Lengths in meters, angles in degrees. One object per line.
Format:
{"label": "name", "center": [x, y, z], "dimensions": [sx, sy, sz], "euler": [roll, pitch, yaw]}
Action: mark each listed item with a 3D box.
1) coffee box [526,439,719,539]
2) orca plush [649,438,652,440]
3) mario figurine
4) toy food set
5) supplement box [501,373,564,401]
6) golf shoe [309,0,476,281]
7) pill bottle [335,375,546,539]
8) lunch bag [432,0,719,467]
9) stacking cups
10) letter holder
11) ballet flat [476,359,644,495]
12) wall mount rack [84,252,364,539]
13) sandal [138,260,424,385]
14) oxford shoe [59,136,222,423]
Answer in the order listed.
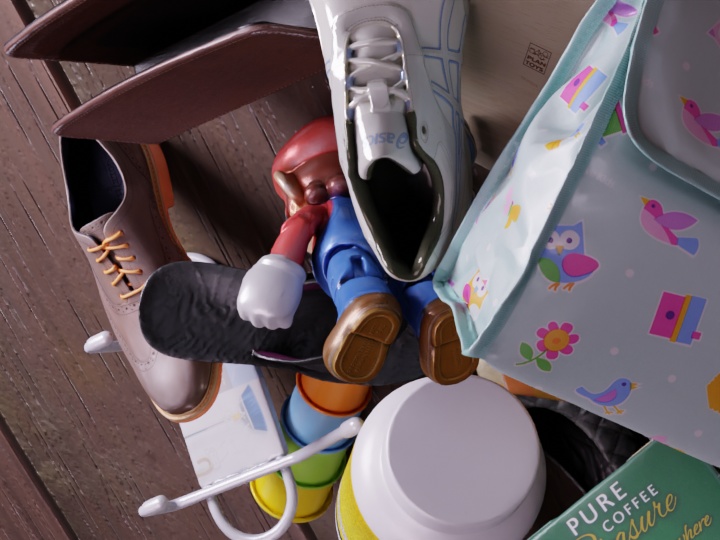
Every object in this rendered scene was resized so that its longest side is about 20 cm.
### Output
{"label": "coffee box", "center": [0.182, 0.191, 0.939], "dimensions": [0.123, 0.044, 0.200], "euler": [-42, 69, 13]}
{"label": "orca plush", "center": [0.227, 0.119, 0.996], "dimensions": [0.200, 0.071, 0.105], "euler": [34, 138, 43]}
{"label": "mario figurine", "center": [0.000, 0.000, 1.000], "dimensions": [0.106, 0.200, 0.123], "euler": [-42, 124, 14]}
{"label": "toy food set", "center": [0.100, -0.116, 0.905], "dimensions": [0.200, 0.060, 0.144], "euler": [28, 127, 15]}
{"label": "supplement box", "center": [0.167, 0.034, 0.969], "dimensions": [0.200, 0.069, 0.067], "euler": [7, 130, 38]}
{"label": "golf shoe", "center": [0.017, -0.089, 0.860], "dimensions": [0.078, 0.097, 0.200], "euler": [-10, 114, 10]}
{"label": "pill bottle", "center": [0.047, 0.127, 1.070], "dimensions": [0.112, 0.113, 0.200], "euler": [37, 163, 7]}
{"label": "lunch bag", "center": [0.153, -0.030, 0.820], "dimensions": [0.170, 0.122, 0.200], "euler": [25, 105, -15]}
{"label": "stacking cups", "center": [-0.020, 0.084, 1.187], "dimensions": [0.060, 0.061, 0.200], "euler": [34, 135, 11]}
{"label": "letter holder", "center": [-0.112, -0.142, 0.958], "dimensions": [0.200, 0.142, 0.101], "euler": [-17, 78, 47]}
{"label": "ballet flat", "center": [0.137, 0.119, 1.066], "dimensions": [0.200, 0.057, 0.066], "euler": [47, 157, 8]}
{"label": "wall mount rack", "center": [-0.079, 0.072, 1.157], "dimensions": [0.173, 0.075, 0.200], "euler": [-24, 79, 20]}
{"label": "sandal", "center": [-0.030, 0.031, 1.065], "dimensions": [0.200, 0.048, 0.076], "euler": [0, 92, -3]}
{"label": "oxford shoe", "center": [-0.143, -0.001, 1.115], "dimensions": [0.071, 0.073, 0.200], "euler": [-28, 71, 19]}
